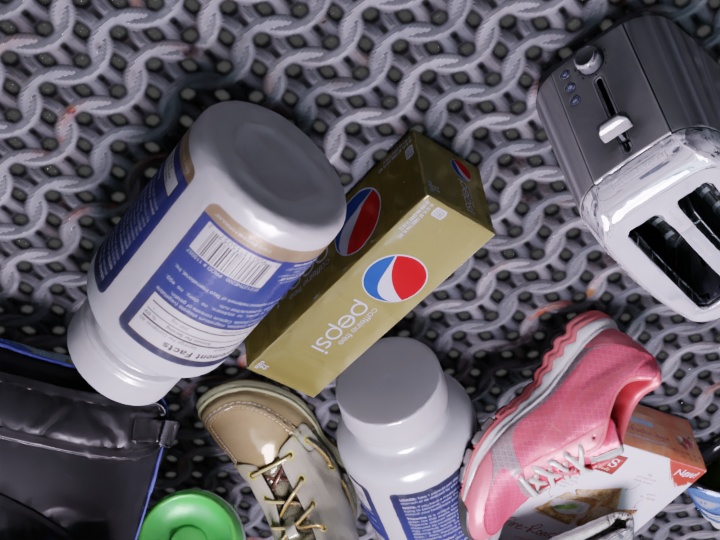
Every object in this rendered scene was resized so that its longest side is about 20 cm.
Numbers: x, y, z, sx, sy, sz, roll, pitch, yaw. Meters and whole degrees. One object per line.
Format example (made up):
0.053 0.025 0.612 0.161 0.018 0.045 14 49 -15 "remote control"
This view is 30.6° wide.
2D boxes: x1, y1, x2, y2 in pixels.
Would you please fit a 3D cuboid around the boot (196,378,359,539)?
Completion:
-0.054 0.188 1.029 0.071 0.156 0.200 -26 134 17 "boot"

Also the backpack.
-0.256 0.145 0.933 0.198 0.185 0.147 21 164 -19 "backpack"

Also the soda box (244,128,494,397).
0.000 0.000 0.912 0.064 0.068 0.200 25 126 -31 "soda box"

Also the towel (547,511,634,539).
0.144 0.281 1.137 0.198 0.035 0.193 -26 151 -4 "towel"

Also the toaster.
0.203 -0.058 0.842 0.113 0.130 0.200 -32 131 23 "toaster"

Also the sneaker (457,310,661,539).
0.149 0.125 0.982 0.201 0.086 0.074 -53 144 -6 "sneaker"

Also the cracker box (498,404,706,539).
0.182 0.193 1.140 0.133 0.058 0.201 18 129 -26 "cracker box"

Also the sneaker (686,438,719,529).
0.363 0.154 1.115 0.199 0.079 0.089 -33 133 23 "sneaker"

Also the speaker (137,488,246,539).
-0.125 0.225 1.020 0.087 0.090 0.200 -5 161 -4 "speaker"

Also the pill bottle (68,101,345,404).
-0.107 -0.003 0.851 0.110 0.112 0.200 24 127 -29 "pill bottle"

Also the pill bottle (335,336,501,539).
0.044 0.146 1.035 0.109 0.112 0.201 -14 135 6 "pill bottle"
